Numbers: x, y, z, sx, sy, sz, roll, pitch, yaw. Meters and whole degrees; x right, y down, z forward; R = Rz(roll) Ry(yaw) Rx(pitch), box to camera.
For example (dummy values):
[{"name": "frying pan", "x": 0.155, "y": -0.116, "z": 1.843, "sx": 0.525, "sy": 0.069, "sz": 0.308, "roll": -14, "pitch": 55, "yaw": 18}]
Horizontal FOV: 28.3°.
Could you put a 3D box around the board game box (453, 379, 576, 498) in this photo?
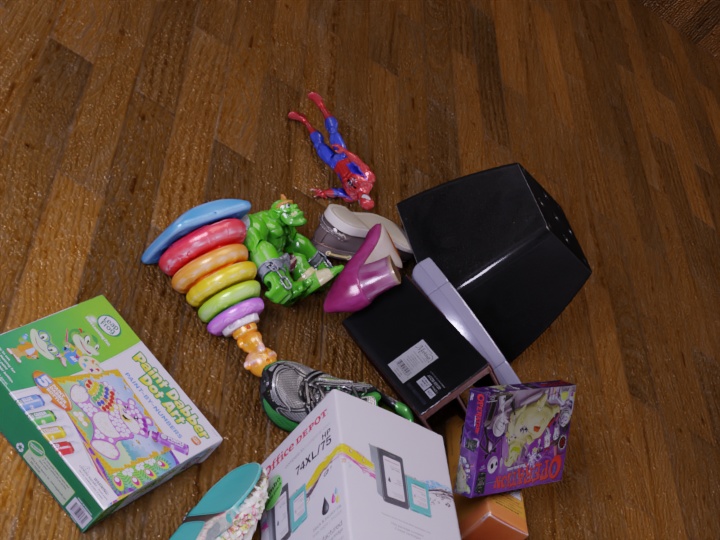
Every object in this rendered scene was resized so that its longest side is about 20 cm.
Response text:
[{"name": "board game box", "x": 0.180, "y": 0.190, "z": 1.636, "sx": 0.032, "sy": 0.120, "sz": 0.200, "roll": 17, "pitch": 10, "yaw": 36}]

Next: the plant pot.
[{"name": "plant pot", "x": 0.194, "y": -0.026, "z": 1.944, "sx": 0.199, "sy": 0.177, "sz": 0.200, "roll": 39, "pitch": 23, "yaw": -45}]

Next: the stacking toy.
[{"name": "stacking toy", "x": -0.147, "y": 0.031, "z": 1.598, "sx": 0.116, "sy": 0.110, "sz": 0.200, "roll": -21, "pitch": 78, "yaw": -40}]

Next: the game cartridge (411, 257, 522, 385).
[{"name": "game cartridge", "x": 0.127, "y": 0.080, "z": 1.758, "sx": 0.200, "sy": 0.040, "sz": 0.133, "roll": 54, "pitch": -11, "yaw": 10}]

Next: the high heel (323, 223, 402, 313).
[{"name": "high heel", "x": 0.000, "y": 0.000, "z": 1.757, "sx": 0.200, "sy": 0.096, "sz": 0.067, "roll": -96, "pitch": 160, "yaw": -68}]

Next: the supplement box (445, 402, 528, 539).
[{"name": "supplement box", "x": 0.148, "y": 0.245, "z": 1.699, "sx": 0.069, "sy": 0.067, "sz": 0.200, "roll": 29, "pitch": 33, "yaw": -24}]

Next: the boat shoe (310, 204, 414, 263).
[{"name": "boat shoe", "x": 0.007, "y": -0.037, "z": 1.896, "sx": 0.072, "sy": 0.060, "sz": 0.200, "roll": 46, "pitch": 18, "yaw": 30}]

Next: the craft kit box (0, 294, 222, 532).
[{"name": "craft kit box", "x": -0.258, "y": 0.131, "z": 1.377, "sx": 0.200, "sy": 0.049, "sz": 0.197, "roll": 48, "pitch": 27, "yaw": 9}]

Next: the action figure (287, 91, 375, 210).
[{"name": "action figure", "x": -0.047, "y": -0.164, "z": 1.992, "sx": 0.099, "sy": 0.065, "sz": 0.200, "roll": 9, "pitch": 42, "yaw": -57}]

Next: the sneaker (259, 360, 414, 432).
[{"name": "sneaker", "x": -0.025, "y": 0.143, "z": 1.579, "sx": 0.200, "sy": 0.085, "sz": 0.078, "roll": 19, "pitch": 64, "yaw": -34}]

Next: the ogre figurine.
[{"name": "ogre figurine", "x": -0.096, "y": -0.020, "z": 1.714, "sx": 0.120, "sy": 0.098, "sz": 0.200, "roll": 53, "pitch": 35, "yaw": 4}]

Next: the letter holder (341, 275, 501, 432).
[{"name": "letter holder", "x": 0.087, "y": 0.127, "z": 1.701, "sx": 0.200, "sy": 0.100, "sz": 0.142, "roll": 48, "pitch": -8, "yaw": 47}]

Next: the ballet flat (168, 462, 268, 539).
[{"name": "ballet flat", "x": -0.139, "y": 0.257, "z": 1.350, "sx": 0.200, "sy": 0.075, "sz": 0.064, "roll": -45, "pitch": 119, "yaw": -56}]

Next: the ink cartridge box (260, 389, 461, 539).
[{"name": "ink cartridge box", "x": -0.002, "y": 0.254, "z": 1.421, "sx": 0.146, "sy": 0.147, "sz": 0.200, "roll": 26, "pitch": 33, "yaw": -26}]
